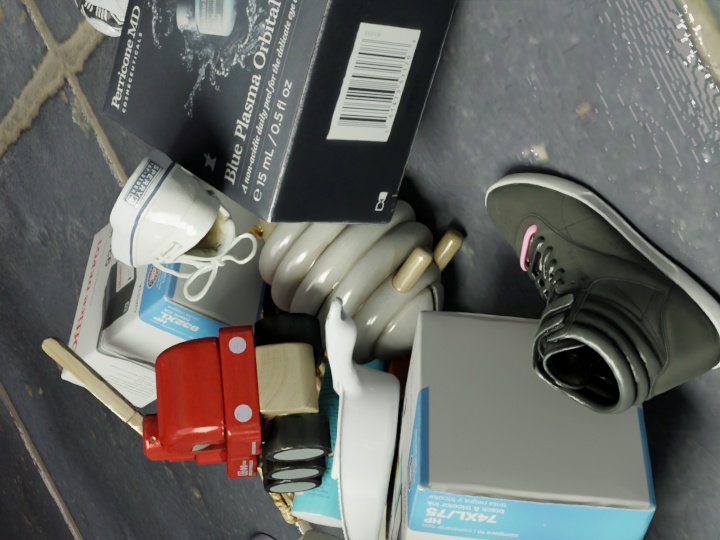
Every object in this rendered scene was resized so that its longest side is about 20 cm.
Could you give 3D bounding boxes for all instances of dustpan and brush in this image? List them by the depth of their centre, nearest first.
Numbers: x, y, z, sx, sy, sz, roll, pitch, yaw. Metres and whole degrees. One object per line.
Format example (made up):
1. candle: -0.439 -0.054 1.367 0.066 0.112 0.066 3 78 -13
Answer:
1. dustpan and brush: -0.002 0.096 0.935 0.057 0.140 0.201 8 132 0

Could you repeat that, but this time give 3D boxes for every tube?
1. tube: -0.010 0.100 1.072 0.077 0.050 0.201 -7 65 49

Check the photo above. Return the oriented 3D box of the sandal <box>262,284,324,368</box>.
1. sandal: -0.049 -0.017 1.115 0.080 0.057 0.202 8 104 56

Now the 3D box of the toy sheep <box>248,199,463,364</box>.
1. toy sheep: 0.000 0.000 1.001 0.200 0.138 0.138 45 146 17

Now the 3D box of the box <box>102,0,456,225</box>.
1. box: -0.055 -0.157 0.898 0.200 0.117 0.198 33 114 39

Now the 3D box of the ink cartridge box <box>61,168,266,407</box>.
1. ink cartridge box: -0.156 0.009 1.099 0.200 0.083 0.146 -32 43 49

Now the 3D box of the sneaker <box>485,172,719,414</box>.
1. sneaker: 0.127 0.011 0.842 0.200 0.099 0.071 41 146 33

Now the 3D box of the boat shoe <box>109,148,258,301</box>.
1. boat shoe: -0.112 -0.025 0.901 0.086 0.075 0.202 33 168 -2

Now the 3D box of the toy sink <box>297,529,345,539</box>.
1. toy sink: 0.018 0.267 0.827 0.112 0.199 0.131 -48 28 38

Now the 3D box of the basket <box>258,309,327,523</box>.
1. basket: -0.043 0.102 1.206 0.200 0.149 0.143 58 -178 7

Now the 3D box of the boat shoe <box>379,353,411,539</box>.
1. boat shoe: 0.032 0.161 1.078 0.062 0.071 0.201 11 94 51

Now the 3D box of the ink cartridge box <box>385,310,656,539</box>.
1. ink cartridge box: 0.096 0.152 0.902 0.147 0.145 0.201 -87 3 -45

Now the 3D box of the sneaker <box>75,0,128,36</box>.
1. sneaker: -0.168 -0.240 1.112 0.200 0.075 0.115 38 142 26

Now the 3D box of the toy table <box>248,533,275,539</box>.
1. toy table: -0.102 0.404 1.483 0.200 0.117 0.184 43 145 27

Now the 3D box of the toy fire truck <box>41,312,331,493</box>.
1. toy fire truck: -0.128 0.089 0.969 0.176 0.199 0.129 104 160 -70
